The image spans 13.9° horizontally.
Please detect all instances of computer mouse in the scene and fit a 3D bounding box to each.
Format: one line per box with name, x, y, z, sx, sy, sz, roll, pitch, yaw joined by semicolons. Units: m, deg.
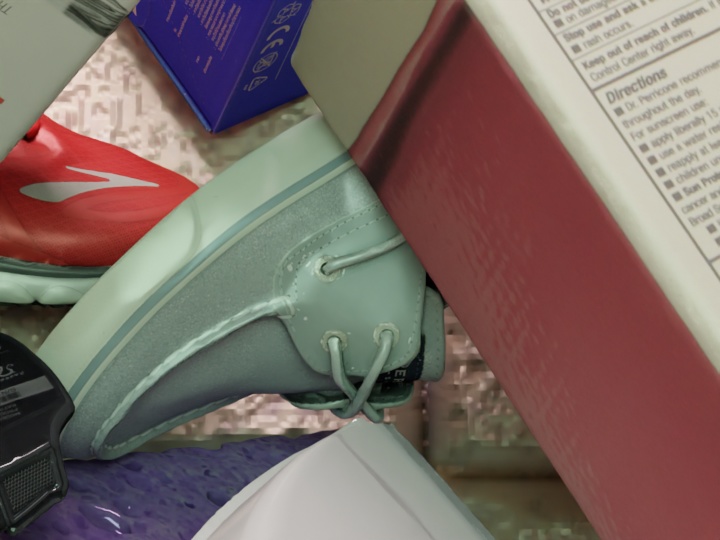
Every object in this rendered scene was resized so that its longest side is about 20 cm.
computer mouse;-0.084;0.070;0.702;0.059;0.034;0.200;-16;31;-14

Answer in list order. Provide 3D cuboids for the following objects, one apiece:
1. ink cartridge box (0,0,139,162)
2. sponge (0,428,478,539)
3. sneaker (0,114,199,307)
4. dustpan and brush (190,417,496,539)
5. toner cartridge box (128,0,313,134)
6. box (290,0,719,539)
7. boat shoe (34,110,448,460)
ink cartridge box;-0.103;-0.109;0.758;0.116;0.200;0.068;35;39;-14
sponge;-0.050;0.091;0.771;0.200;0.030;0.112;-6;37;-33
sneaker;-0.132;-0.054;0.843;0.200;0.077;0.085;23;113;-4
dustpan and brush;-0.018;0.119;0.674;0.140;0.200;0.057;49;119;14
toner cartridge box;-0.026;-0.133;0.834;0.043;0.200;0.095;-24;71;-30
box;0.093;-0.023;0.739;0.128;0.109;0.200;-26;73;-23
boat shoe;0.000;0.000;0.803;0.201;0.070;0.072;-35;73;-17
